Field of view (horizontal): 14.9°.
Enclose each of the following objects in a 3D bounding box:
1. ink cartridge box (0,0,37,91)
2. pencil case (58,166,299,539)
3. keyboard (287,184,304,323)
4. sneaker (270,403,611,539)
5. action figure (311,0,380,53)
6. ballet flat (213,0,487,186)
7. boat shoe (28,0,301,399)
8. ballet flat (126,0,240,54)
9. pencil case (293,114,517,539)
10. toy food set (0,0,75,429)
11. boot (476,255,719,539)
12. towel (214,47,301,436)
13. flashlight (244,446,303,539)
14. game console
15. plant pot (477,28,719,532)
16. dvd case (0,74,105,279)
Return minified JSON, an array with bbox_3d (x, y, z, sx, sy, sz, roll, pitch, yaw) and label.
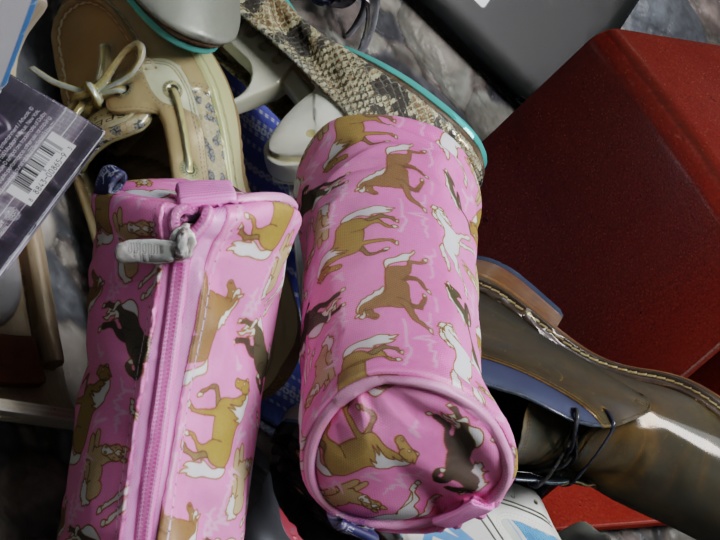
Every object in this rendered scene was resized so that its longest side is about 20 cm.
[{"bbox_3d":[-0.207,-0.180,0.995,0.144,0.148,0.201,-8,56,-29],"label":"ink cartridge box"},{"bbox_3d":[-0.074,0.065,1.034,0.086,0.083,0.201,11,86,-46],"label":"pencil case"},{"bbox_3d":[0.000,0.000,1.187,0.056,0.011,0.200,-1,36,-5],"label":"keyboard"},{"bbox_3d":[0.036,0.101,1.203,0.200,0.072,0.073,37,77,-39],"label":"sneaker"},{"bbox_3d":[-0.015,-0.203,1.304,0.119,0.102,0.201,-90,155,-62],"label":"action figure"},{"bbox_3d":[-0.037,-0.083,1.228,0.075,0.068,0.200,-38,69,-26],"label":"ballet flat"},{"bbox_3d":[-0.088,-0.038,1.155,0.062,0.073,0.201,-3,60,-48],"label":"boat shoe"},{"bbox_3d":[-0.088,-0.172,1.199,0.067,0.064,0.200,17,29,-32],"label":"ballet flat"},{"bbox_3d":[0.014,0.018,1.084,0.082,0.087,0.200,8,35,-9],"label":"pencil case"},{"bbox_3d":[-0.165,-0.034,1.081,0.143,0.060,0.201,11,59,-45],"label":"toy food set"},{"bbox_3d":[0.095,0.079,1.183,0.199,0.075,0.097,33,32,9],"label":"boot"},{"bbox_3d":[-0.024,-0.010,1.259,0.144,0.024,0.201,33,45,-30],"label":"towel"},{"bbox_3d":[-0.010,0.136,1.150,0.200,0.068,0.068,44,77,-14],"label":"flashlight"},{"bbox_3d":[0.055,-0.203,1.482,0.200,0.116,0.176,41,71,-22],"label":"game console"},{"bbox_3d":[0.151,-0.002,1.334,0.199,0.200,0.177,3,52,-48],"label":"plant pot"},{"bbox_3d":[-0.212,-0.054,1.002,0.199,0.016,0.149,31,47,1],"label":"dvd case"}]
